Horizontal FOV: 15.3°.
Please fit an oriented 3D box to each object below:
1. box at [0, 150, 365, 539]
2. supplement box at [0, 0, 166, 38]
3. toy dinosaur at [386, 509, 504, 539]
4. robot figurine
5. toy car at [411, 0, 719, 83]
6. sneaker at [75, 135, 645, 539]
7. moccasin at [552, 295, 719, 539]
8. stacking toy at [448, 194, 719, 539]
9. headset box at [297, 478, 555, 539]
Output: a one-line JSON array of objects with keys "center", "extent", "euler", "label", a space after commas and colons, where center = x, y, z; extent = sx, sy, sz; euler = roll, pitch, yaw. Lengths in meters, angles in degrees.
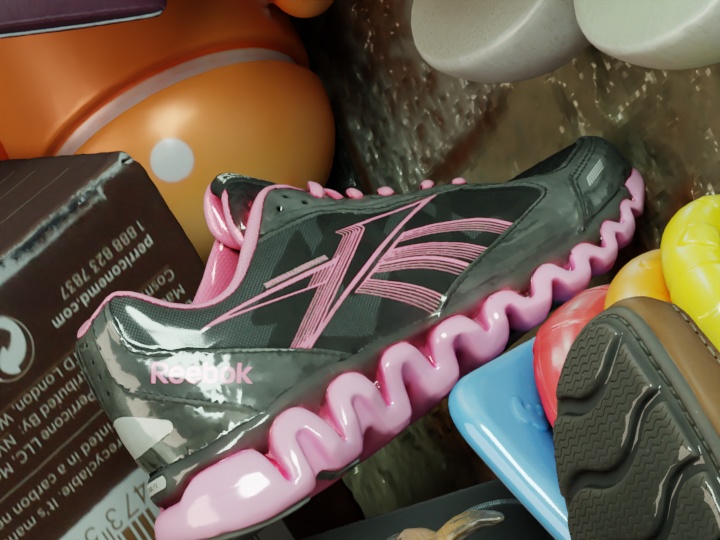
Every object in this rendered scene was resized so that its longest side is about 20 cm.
[{"center": [-0.139, 0.073, 0.921], "extent": [0.200, 0.166, 0.164], "euler": [1, 128, 56], "label": "box"}, {"center": [-0.140, -0.181, 0.855], "extent": [0.131, 0.103, 0.201], "euler": [13, 108, 46], "label": "supplement box"}, {"center": [0.075, 0.153, 0.712], "extent": [0.199, 0.086, 0.136], "euler": [20, 92, 11], "label": "toy dinosaur"}, {"center": [-0.081, -0.078, 0.977], "extent": [0.200, 0.143, 0.117], "euler": [61, 167, 20], "label": "robot figurine"}, {"center": [0.040, -0.151, 0.764], "extent": [0.200, 0.175, 0.150], "euler": [1, 64, 57], "label": "toy car"}, {"center": [0.000, 0.000, 0.798], "extent": [0.096, 0.200, 0.079], "euler": [53, 149, 6], "label": "sneaker"}, {"center": [0.119, 0.090, 0.652], "extent": [0.202, 0.078, 0.074], "euler": [51, 137, 22], "label": "moccasin"}, {"center": [0.128, 0.000, 0.718], "extent": [0.110, 0.116, 0.200], "euler": [44, 120, 13], "label": "stacking toy"}, {"center": [0.018, 0.150, 0.810], "extent": [0.077, 0.199, 0.149], "euler": [125, 126, -70], "label": "headset box"}]
